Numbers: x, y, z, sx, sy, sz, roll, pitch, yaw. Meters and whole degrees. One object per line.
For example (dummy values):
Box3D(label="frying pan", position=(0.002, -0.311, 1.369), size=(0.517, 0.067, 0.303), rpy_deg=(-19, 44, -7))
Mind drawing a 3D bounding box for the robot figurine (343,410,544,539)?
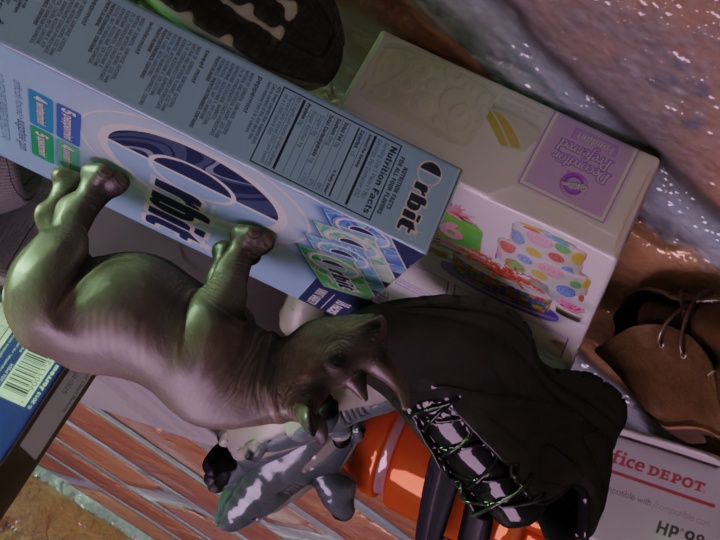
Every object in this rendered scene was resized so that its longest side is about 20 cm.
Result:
Box3D(label="robot figurine", position=(0.068, 0.125, 0.986), size=(0.199, 0.118, 0.144), rpy_deg=(25, -162, 14))

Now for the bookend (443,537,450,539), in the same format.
Box3D(label="bookend", position=(0.126, 0.251, 1.088), size=(0.198, 0.201, 0.092), rpy_deg=(28, 160, 0))

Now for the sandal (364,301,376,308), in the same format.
Box3D(label="sandal", position=(0.000, 0.000, 0.860), size=(0.199, 0.043, 0.076), rpy_deg=(30, 179, -16))

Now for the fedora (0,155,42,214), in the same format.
Box3D(label="fedora", position=(-0.233, -0.107, 0.807), size=(0.089, 0.202, 0.177), rpy_deg=(-13, 179, 3))

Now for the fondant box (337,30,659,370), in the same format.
Box3D(label="fondant box", position=(0.060, -0.021, 0.727), size=(0.143, 0.059, 0.200), rpy_deg=(26, 161, 10))

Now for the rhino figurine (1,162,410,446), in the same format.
Box3D(label="rhino figurine", position=(-0.069, 0.023, 0.641), size=(0.198, 0.088, 0.060), rpy_deg=(22, 165, 8))

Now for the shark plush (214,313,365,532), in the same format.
Box3D(label="shark plush", position=(-0.036, 0.103, 0.915), size=(0.091, 0.083, 0.200), rpy_deg=(66, 148, 24))

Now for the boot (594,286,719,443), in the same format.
Box3D(label="boot", position=(0.173, 0.039, 0.704), size=(0.075, 0.074, 0.200), rpy_deg=(37, 163, -2))

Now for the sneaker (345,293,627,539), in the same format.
Box3D(label="sneaker", position=(0.066, 0.077, 0.715), size=(0.199, 0.092, 0.076), rpy_deg=(29, 146, -33))

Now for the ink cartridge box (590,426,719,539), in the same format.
Box3D(label="ink cartridge box", position=(0.189, 0.146, 0.865), size=(0.115, 0.067, 0.200), rpy_deg=(15, 172, 37))

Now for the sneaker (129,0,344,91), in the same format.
Box3D(label="sneaker", position=(-0.099, -0.126, 0.636), size=(0.199, 0.077, 0.089), rpy_deg=(28, 148, 5))

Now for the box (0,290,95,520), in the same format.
Box3D(label="box", position=(-0.250, 0.061, 0.831), size=(0.199, 0.122, 0.032), rpy_deg=(18, 156, 32))

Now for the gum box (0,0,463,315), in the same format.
Box3D(label="gum box", position=(-0.070, -0.051, 0.648), size=(0.199, 0.045, 0.170), rpy_deg=(27, 164, -5))

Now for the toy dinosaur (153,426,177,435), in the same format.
Box3D(label="toy dinosaur", position=(-0.079, 0.091, 1.072), size=(0.199, 0.103, 0.136), rpy_deg=(25, -169, -38))

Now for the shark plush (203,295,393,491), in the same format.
Box3D(label="shark plush", position=(-0.032, 0.093, 0.824), size=(0.083, 0.091, 0.200), rpy_deg=(16, 129, -33))

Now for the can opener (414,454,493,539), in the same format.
Box3D(label="can opener", position=(0.065, 0.128, 0.881), size=(0.063, 0.079, 0.201), rpy_deg=(23, 133, 7))

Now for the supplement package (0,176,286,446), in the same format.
Box3D(label="supplement package", position=(-0.167, -0.008, 0.941), size=(0.199, 0.148, 0.191), rpy_deg=(10, 152, 43))
